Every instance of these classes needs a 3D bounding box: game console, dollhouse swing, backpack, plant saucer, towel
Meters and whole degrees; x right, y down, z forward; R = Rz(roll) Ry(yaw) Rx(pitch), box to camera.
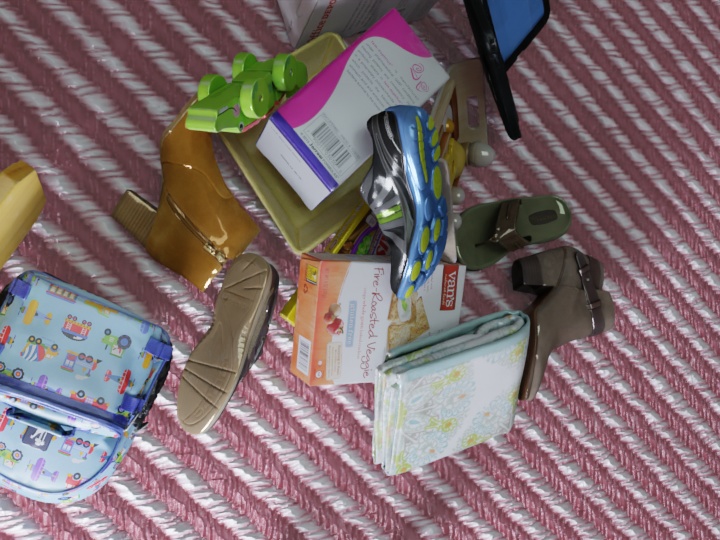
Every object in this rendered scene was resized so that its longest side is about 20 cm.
[{"bbox_3d":[0.196,-0.297,0.889,0.114,0.200,0.180,-20,60,13],"label":"game console"},{"bbox_3d":[-0.404,-0.029,0.647,0.178,0.199,0.181,19,77,-16],"label":"dollhouse swing"},{"bbox_3d":[-0.293,0.122,0.704,0.179,0.134,0.204,28,77,-13],"label":"backpack"},{"bbox_3d":[-0.058,-0.150,0.871,0.198,0.048,0.203,-35,95,-21],"label":"plant saucer"},{"bbox_3d":[0.104,0.143,0.844,0.195,0.048,0.175,-14,130,-21],"label":"towel"}]

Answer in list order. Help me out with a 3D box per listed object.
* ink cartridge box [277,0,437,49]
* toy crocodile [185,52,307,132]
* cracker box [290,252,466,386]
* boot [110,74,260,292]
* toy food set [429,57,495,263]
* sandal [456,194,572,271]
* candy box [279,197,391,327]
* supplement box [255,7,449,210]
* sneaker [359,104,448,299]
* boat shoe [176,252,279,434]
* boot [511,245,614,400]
[{"bbox_3d":[0.009,-0.354,0.871,0.196,0.146,0.088,-19,87,-21],"label":"ink cartridge box"},{"bbox_3d":[-0.114,-0.183,0.757,0.201,0.066,0.063,-58,149,-53],"label":"toy crocodile"},{"bbox_3d":[0.023,0.054,0.830,0.195,0.057,0.138,1,100,-31],"label":"cracker box"},{"bbox_3d":[-0.164,-0.092,0.799,0.143,0.071,0.203,35,94,-13],"label":"boot"},{"bbox_3d":[0.120,-0.132,0.856,0.059,0.146,0.203,5,47,18],"label":"toy food set"},{"bbox_3d":[0.200,-0.061,0.947,0.197,0.057,0.082,-20,89,-21],"label":"sandal"},{"bbox_3d":[0.000,0.000,0.855,0.102,0.026,0.202,42,78,-32],"label":"candy box"},{"bbox_3d":[-0.009,-0.179,0.814,0.200,0.103,0.102,-45,97,-18],"label":"supplement box"},{"bbox_3d":[0.043,-0.070,0.760,0.070,0.081,0.205,-30,122,-45],"label":"sneaker"},{"bbox_3d":[-0.138,0.083,0.799,0.071,0.065,0.205,18,86,29],"label":"boat shoe"},{"bbox_3d":[0.267,0.067,0.949,0.142,0.070,0.206,5,81,-21],"label":"boot"}]
